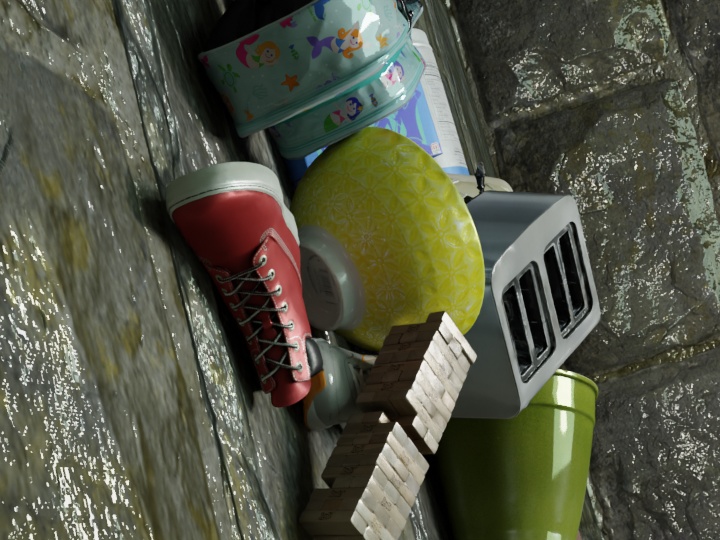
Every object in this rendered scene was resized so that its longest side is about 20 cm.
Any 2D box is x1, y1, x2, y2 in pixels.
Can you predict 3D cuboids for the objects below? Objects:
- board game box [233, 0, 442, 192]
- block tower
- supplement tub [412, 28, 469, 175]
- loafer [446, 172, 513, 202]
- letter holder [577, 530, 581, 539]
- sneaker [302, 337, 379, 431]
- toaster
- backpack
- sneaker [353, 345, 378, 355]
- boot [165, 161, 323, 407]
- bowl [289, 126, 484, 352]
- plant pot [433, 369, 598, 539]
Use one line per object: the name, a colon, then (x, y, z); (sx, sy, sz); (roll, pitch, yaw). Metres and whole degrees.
board game box: (-0.020, -0.184, 1.295); (0.045, 0.151, 0.203); (-18, -89, 61)
block tower: (0.024, 0.125, 1.044); (0.054, 0.057, 0.201); (53, 48, -30)
supplement tub: (0.044, -0.163, 1.590); (0.132, 0.130, 0.203); (19, 53, -76)
loafer: (0.082, -0.068, 1.485); (0.069, 0.197, 0.077); (-117, -151, -56)
letter holder: (0.208, 0.290, 1.775); (0.142, 0.099, 0.203); (-6, 79, -76)
sneaker: (0.009, 0.092, 1.128); (0.200, 0.091, 0.077); (28, 55, -72)
toaster: (0.138, 0.023, 1.354); (0.181, 0.117, 0.203); (-39, 122, -43)
backpack: (-0.038, -0.183, 1.130); (0.152, 0.176, 0.200); (64, 17, -13)
sneaker: (0.000, 0.000, 1.321); (0.094, 0.069, 0.202); (-100, 171, -62)
boot: (-0.072, 0.016, 0.944); (0.200, 0.071, 0.146); (49, 27, -71)
bowl: (-0.003, -0.007, 1.145); (0.107, 0.199, 0.203); (-29, 105, -34)
plant pot: (0.168, 0.229, 1.506); (0.201, 0.197, 0.196); (50, 36, -61)
